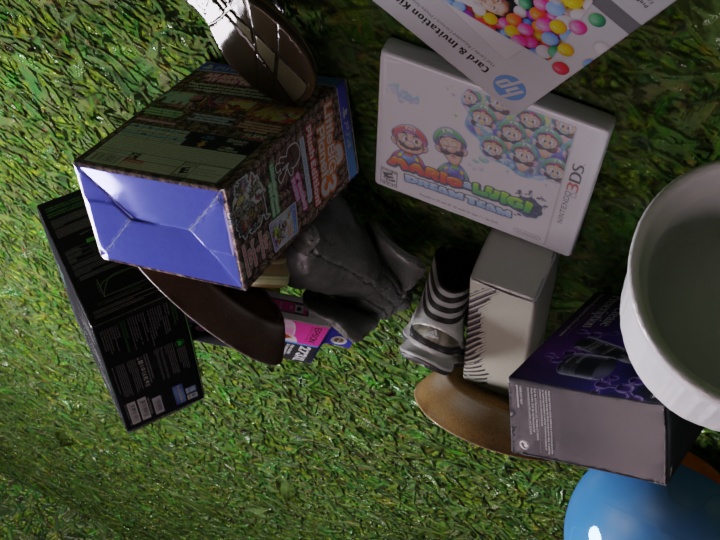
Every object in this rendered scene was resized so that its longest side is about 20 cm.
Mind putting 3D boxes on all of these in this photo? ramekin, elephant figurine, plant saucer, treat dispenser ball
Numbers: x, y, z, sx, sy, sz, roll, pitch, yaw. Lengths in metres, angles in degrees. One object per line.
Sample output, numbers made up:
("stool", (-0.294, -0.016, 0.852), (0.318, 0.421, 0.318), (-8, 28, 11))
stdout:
("ramekin", (0.292, 0.026, 0.853), (0.198, 0.202, 0.098), (22, 160, 10))
("elephant figurine", (0.000, 0.000, 1.133), (0.199, 0.156, 0.141), (38, 135, -19))
("plant saucer", (0.157, 0.140, 1.214), (0.198, 0.200, 0.036), (18, 108, 17))
("plant saucer", (-0.141, 0.010, 1.069), (0.200, 0.035, 0.200), (42, -174, -5))
("treat dispenser ball", (0.324, 0.294, 1.246), (0.198, 0.202, 0.202), (21, 151, 12))

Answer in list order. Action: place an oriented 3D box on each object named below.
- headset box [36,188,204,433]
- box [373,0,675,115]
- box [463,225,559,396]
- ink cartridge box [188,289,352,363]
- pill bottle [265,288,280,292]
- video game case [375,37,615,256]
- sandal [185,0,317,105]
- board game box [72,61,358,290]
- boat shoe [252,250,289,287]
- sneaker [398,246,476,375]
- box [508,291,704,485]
("headset box", (-0.251, 0.030, 1.175), (0.201, 0.092, 0.176), (54, 158, 38))
("box", (0.112, -0.206, 0.787), (0.155, 0.041, 0.200), (36, 152, -14))
("box", (0.148, 0.042, 1.118), (0.068, 0.083, 0.201), (19, 149, 15))
("ink cartridge box", (-0.094, 0.058, 1.220), (0.197, 0.038, 0.095), (10, 149, -13))
("pill bottle", (-0.145, -0.014, 1.247), (0.110, 0.112, 0.201), (22, 151, 11))
("video game case", (0.107, -0.102, 0.978), (0.198, 0.024, 0.183), (22, 151, 12))
("sandal", (-0.103, -0.226, 0.937), (0.200, 0.055, 0.082), (45, 145, 0))
("board game box", (-0.119, -0.090, 0.989), (0.157, 0.200, 0.098), (12, 129, 27))
("boat shoe", (-0.112, -0.045, 1.050), (0.072, 0.201, 0.064), (4, 113, -20))
("sneaker", (0.094, 0.036, 1.167), (0.075, 0.117, 0.200), (23, -175, 4))
("box", (0.235, 0.095, 0.995), (0.140, 0.199, 0.080), (9, 116, 31))
